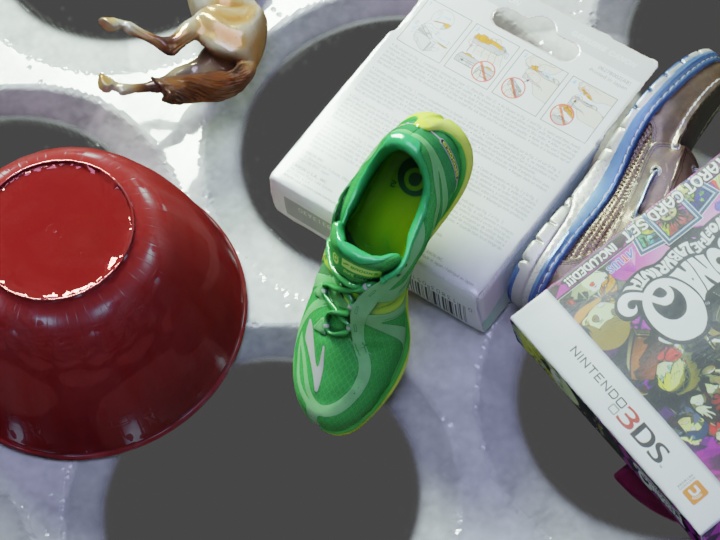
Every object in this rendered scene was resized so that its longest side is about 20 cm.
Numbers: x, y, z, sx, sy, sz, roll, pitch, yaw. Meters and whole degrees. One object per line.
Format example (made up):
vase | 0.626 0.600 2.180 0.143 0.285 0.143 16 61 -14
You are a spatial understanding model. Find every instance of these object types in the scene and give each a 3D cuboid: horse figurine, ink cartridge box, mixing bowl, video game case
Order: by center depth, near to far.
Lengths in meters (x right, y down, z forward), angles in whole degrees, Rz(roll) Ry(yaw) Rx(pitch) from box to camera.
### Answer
video game case | 0.216 0.033 1.601 0.200 0.036 0.181 -37 61 -5
mixing bowl | -0.174 0.002 1.688 0.200 0.108 0.201 -3 62 5
ink cartridge box | 0.066 -0.081 1.742 0.161 0.050 0.200 31 67 21
horse figurine | -0.106 -0.171 1.801 0.132 0.050 0.200 0 51 -13

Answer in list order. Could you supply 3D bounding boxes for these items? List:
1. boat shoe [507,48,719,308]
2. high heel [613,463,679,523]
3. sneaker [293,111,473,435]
boat shoe | 0.174 -0.042 1.700 0.072 0.072 0.200 34 80 17
high heel | 0.225 0.056 1.632 0.096 0.067 0.200 23 69 6
sneaker | 0.000 0.000 1.649 0.074 0.084 0.200 24 103 22
